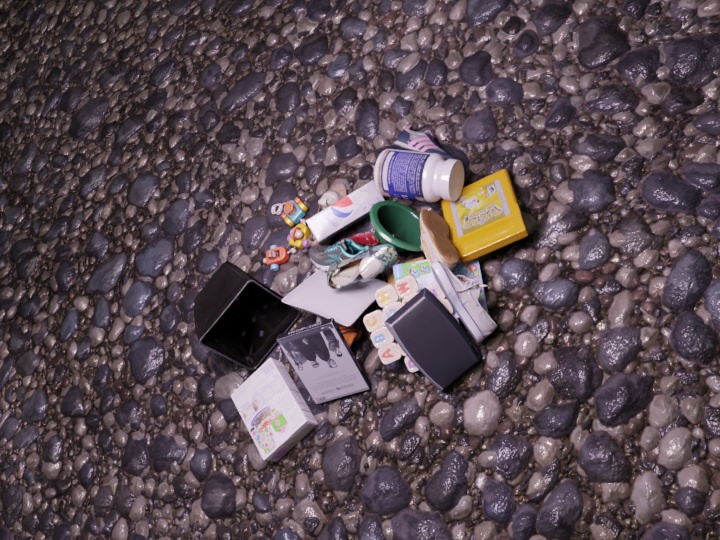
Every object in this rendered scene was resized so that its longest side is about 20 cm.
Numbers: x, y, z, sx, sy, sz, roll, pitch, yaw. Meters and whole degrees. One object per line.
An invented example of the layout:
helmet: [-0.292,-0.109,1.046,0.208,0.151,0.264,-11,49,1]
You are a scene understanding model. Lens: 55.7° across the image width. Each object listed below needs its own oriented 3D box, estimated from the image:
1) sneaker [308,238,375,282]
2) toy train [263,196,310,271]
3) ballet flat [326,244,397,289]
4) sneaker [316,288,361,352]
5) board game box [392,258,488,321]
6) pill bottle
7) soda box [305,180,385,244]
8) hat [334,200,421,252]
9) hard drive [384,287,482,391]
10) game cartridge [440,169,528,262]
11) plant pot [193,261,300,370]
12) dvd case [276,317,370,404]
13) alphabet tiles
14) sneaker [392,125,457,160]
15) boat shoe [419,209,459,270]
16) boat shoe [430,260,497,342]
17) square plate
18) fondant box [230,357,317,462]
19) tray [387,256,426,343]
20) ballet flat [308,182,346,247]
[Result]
sneaker: [-0.043,-0.044,1.679,0.197,0.092,0.078,14,42,27]
toy train: [-0.207,-0.107,1.832,0.148,0.056,0.204,-12,66,24]
ballet flat: [0.000,0.000,1.586,0.198,0.074,0.076,-23,60,36]
sneaker: [-0.050,0.133,1.648,0.110,0.078,0.203,0,54,5]
board game box: [0.179,0.046,1.541,0.196,0.037,0.154,-10,66,7]
pill bottle: [0.140,-0.224,1.624,0.197,0.116,0.118,11,76,31]
soda box: [-0.037,-0.144,1.705,0.198,0.068,0.064,-31,87,-1]
hat: [0.064,-0.056,1.667,0.177,0.163,0.202,-62,33,36]
hard drive: [0.157,0.153,1.471,0.134,0.042,0.201,-39,95,9]
game cartridge: [0.277,-0.124,1.555,0.174,0.032,0.202,-24,44,19]
plant pot: [-0.310,0.097,1.735,0.200,0.199,0.177,-50,45,3]
dvd case: [-0.083,0.211,1.568,0.148,0.202,0.025,-18,27,21]
alphabet tiles: [0.112,0.117,1.498,0.193,0.015,0.203,-24,97,10]
sneaker: [0.174,-0.308,1.694,0.198,0.070,0.083,28,79,29]
boat shoe: [0.164,-0.061,1.539,0.202,0.072,0.070,-100,29,-50]
boat shoe: [0.230,0.050,1.445,0.086,0.075,0.203,-35,99,-1]
square plate: [-0.055,0.061,1.630,0.196,0.029,0.200,18,37,27]
fondant box: [-0.212,0.338,1.659,0.144,0.058,0.201,-42,56,8]
tray: [0.119,0.076,1.592,0.097,0.037,0.204,-15,65,23]
ballet flat: [-0.087,-0.147,1.774,0.067,0.067,0.203,6,73,31]
